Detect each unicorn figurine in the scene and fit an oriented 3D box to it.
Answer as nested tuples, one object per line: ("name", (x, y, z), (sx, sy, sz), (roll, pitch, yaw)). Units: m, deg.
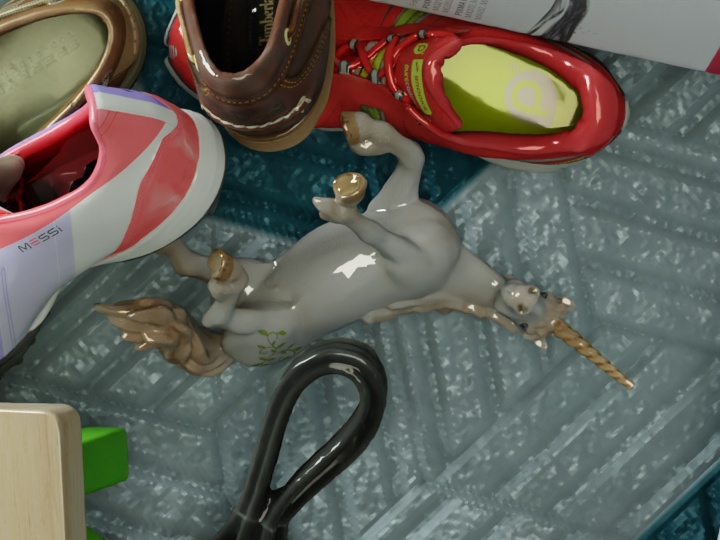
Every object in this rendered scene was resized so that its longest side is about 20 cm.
("unicorn figurine", (0.000, 0.000, 1.182), (0.199, 0.137, 0.074), (-10, 56, 19))

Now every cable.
("cable", (-0.045, 0.114, 1.195), (0.097, 0.050, 0.201), (15, 106, 7))

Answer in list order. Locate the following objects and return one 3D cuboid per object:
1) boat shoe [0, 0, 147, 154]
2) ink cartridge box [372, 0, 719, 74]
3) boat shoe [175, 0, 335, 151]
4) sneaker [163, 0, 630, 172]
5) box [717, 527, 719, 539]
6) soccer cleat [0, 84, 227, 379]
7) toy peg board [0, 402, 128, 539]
("boat shoe", (-0.178, -0.057, 1.174), (0.200, 0.074, 0.076), (-39, 95, 0))
("ink cartridge box", (0.105, -0.172, 1.152), (0.199, 0.083, 0.146), (12, 69, -4))
("boat shoe", (-0.042, -0.152, 1.141), (0.070, 0.070, 0.201), (-11, 67, 13))
("sneaker", (0.017, -0.088, 1.176), (0.199, 0.085, 0.077), (9, 93, -4))
("box", (0.252, 0.075, 1.142), (0.105, 0.183, 0.201), (8, 95, -41))
("soccer cleat", (-0.146, -0.012, 1.149), (0.200, 0.068, 0.073), (-34, 141, 28))
("toy peg board", (-0.183, 0.150, 1.180), (0.198, 0.098, 0.201), (0, 95, 25))
